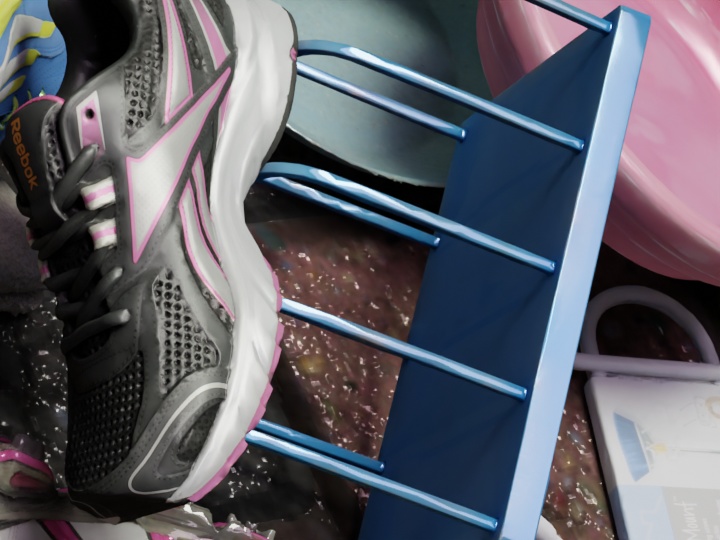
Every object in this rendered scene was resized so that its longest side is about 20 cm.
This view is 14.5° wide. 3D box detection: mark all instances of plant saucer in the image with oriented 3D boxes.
[{"bbox_3d":[0.118,-0.073,1.153,0.200,0.051,0.201,30,40,-29],"label":"plant saucer"},{"bbox_3d":[-0.006,-0.108,1.189,0.200,0.039,0.202,21,46,-23],"label":"plant saucer"}]

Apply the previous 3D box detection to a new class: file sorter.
[{"bbox_3d":[0.000,0.000,0.993,0.122,0.139,0.201,20,68,-16],"label":"file sorter"}]

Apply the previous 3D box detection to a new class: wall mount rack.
[{"bbox_3d":[0.115,0.069,1.113,0.173,0.075,0.201,5,52,-23],"label":"wall mount rack"}]

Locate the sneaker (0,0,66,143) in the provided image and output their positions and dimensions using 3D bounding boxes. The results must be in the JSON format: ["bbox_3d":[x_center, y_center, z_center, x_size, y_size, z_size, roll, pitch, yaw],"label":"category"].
[{"bbox_3d":[-0.124,-0.073,0.973,0.105,0.076,0.200,47,16,-28],"label":"sneaker"}]

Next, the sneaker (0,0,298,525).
[{"bbox_3d":[-0.080,-0.015,0.900,0.086,0.080,0.201,28,48,-34],"label":"sneaker"}]

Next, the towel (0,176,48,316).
[{"bbox_3d":[-0.176,-0.040,0.951,0.133,0.034,0.200,52,15,11],"label":"towel"}]

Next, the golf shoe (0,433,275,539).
[{"bbox_3d":[-0.095,0.110,0.936,0.199,0.073,0.093,22,74,-24],"label":"golf shoe"}]
